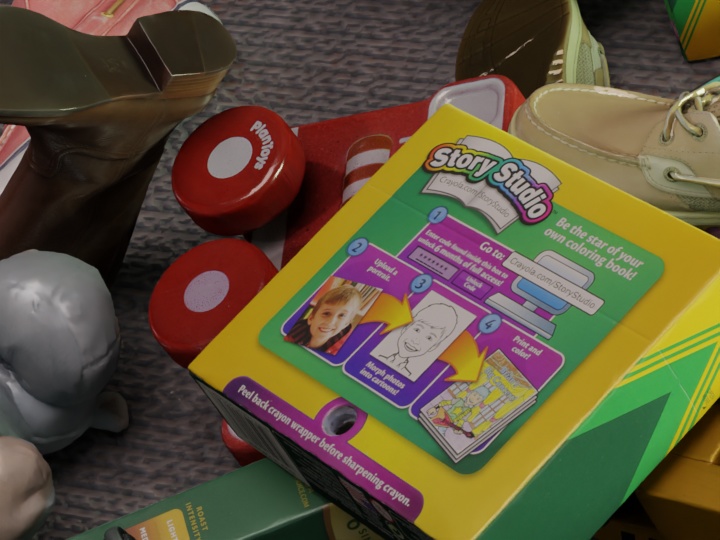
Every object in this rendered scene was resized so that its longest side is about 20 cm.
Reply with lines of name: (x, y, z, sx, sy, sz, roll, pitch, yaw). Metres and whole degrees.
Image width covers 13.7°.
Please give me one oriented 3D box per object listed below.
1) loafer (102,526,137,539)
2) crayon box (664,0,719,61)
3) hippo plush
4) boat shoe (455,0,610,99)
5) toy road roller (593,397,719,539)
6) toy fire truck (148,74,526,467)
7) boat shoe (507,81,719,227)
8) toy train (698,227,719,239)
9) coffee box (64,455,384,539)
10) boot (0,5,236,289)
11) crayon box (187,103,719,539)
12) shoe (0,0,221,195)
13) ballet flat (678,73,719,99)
loafer: (-0.069, 0.205, 1.290, 0.063, 0.200, 0.072, -35, 10, 1)
crayon box: (0.247, -0.182, 1.514, 0.200, 0.119, 0.058, -11, 50, 13)
hippo plush: (-0.176, 0.082, 1.469, 0.159, 0.200, 0.161, 41, 47, 20)
boat shoe: (0.099, -0.077, 1.536, 0.073, 0.063, 0.201, -31, 39, 18)
toy road roller: (0.172, 0.083, 1.301, 0.200, 0.146, 0.123, 10, 59, 41)
toy fire truck: (0.000, 0.000, 1.453, 0.168, 0.112, 0.200, -12, 50, 23)
boat shoe: (0.165, -0.057, 1.376, 0.200, 0.065, 0.072, 17, 45, 17)
toy train: (0.176, 0.013, 1.396, 0.200, 0.056, 0.150, 20, 21, 32)
coffee box: (-0.075, 0.155, 1.366, 0.200, 0.123, 0.044, -22, 47, 2)
boot: (-0.171, -0.044, 1.485, 0.186, 0.200, 0.064, -4, 57, -34)
crayon box: (0.050, 0.033, 1.276, 0.173, 0.058, 0.200, -45, 42, -13)
shoe: (-0.170, -0.090, 1.622, 0.091, 0.072, 0.200, 33, 63, 20)
ballet flat: (0.222, -0.081, 1.476, 0.200, 0.068, 0.068, -33, 66, -15)
